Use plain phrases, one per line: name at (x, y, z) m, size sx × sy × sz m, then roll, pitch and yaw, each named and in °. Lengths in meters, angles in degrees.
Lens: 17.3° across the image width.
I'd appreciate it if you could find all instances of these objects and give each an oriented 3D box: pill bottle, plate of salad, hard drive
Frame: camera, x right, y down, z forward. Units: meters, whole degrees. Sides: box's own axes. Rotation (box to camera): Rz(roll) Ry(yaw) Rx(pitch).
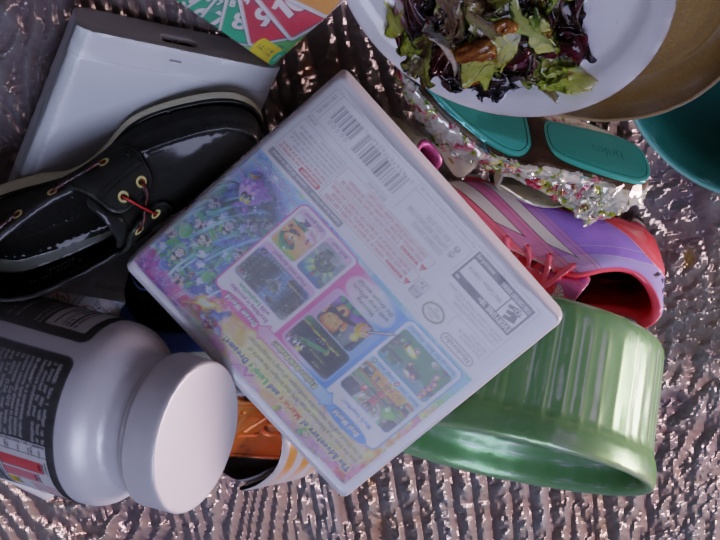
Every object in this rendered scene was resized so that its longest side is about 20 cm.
pill bottle at (-0.184, 0.079, 1.453) m, size 0.199 × 0.116 × 0.116 m, roll 14°, pitch 141°, yaw 27°
plate of salad at (0.075, -0.164, 1.301) m, size 0.199 × 0.048 × 0.201 m, roll 11°, pitch 130°, yaw 13°
hard drive at (-0.146, -0.066, 1.469) m, size 0.131 × 0.026 × 0.201 m, roll 10°, pitch 128°, yaw -24°

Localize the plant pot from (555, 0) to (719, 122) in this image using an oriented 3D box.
plant pot at (0.128, -0.174, 1.322) m, size 0.199 × 0.028 × 0.201 m, roll 10°, pitch 129°, yaw 13°

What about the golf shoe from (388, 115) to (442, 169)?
golf shoe at (0.000, 0.000, 1.458) m, size 0.075 × 0.091 × 0.202 m, roll -1°, pitch 100°, yaw -48°

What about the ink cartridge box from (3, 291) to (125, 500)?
ink cartridge box at (-0.218, 0.043, 1.578) m, size 0.161 × 0.050 × 0.200 m, roll 31°, pitch 104°, yaw -31°

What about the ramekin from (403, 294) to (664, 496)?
ramekin at (0.105, 0.077, 1.549) m, size 0.199 × 0.098 × 0.200 m, roll 12°, pitch 168°, yaw 3°

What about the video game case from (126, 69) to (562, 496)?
video game case at (-0.010, 0.011, 1.423) m, size 0.182 × 0.024 × 0.200 m, roll -40°, pitch 101°, yaw 17°

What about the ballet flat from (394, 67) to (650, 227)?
ballet flat at (0.093, -0.076, 1.477) m, size 0.199 × 0.076 × 0.064 m, roll 25°, pitch 134°, yaw -25°

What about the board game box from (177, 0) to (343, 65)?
board game box at (-0.092, -0.203, 1.361) m, size 0.200 × 0.030 × 0.095 m, roll 34°, pitch 121°, yaw -30°

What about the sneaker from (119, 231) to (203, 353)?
sneaker at (-0.055, 0.005, 1.510) m, size 0.199 × 0.070 × 0.078 m, roll -7°, pitch 139°, yaw -29°

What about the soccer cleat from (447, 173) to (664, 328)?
soccer cleat at (0.107, -0.010, 1.536) m, size 0.199 × 0.077 × 0.067 m, roll 10°, pitch 132°, yaw -17°

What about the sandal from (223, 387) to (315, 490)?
sandal at (-0.079, 0.120, 1.625) m, size 0.205 × 0.059 × 0.079 m, roll 1°, pitch 133°, yaw -28°

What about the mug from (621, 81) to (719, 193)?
mug at (0.230, -0.145, 1.391) m, size 0.185 × 0.114 × 0.152 m, roll 47°, pitch 129°, yaw -2°

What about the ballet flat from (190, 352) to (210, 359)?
ballet flat at (-0.150, 0.071, 1.545) m, size 0.199 × 0.065 × 0.071 m, roll -27°, pitch 90°, yaw -7°

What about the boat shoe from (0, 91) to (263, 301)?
boat shoe at (-0.146, -0.042, 1.431) m, size 0.200 × 0.063 × 0.074 m, roll -25°, pitch 131°, yaw 5°
